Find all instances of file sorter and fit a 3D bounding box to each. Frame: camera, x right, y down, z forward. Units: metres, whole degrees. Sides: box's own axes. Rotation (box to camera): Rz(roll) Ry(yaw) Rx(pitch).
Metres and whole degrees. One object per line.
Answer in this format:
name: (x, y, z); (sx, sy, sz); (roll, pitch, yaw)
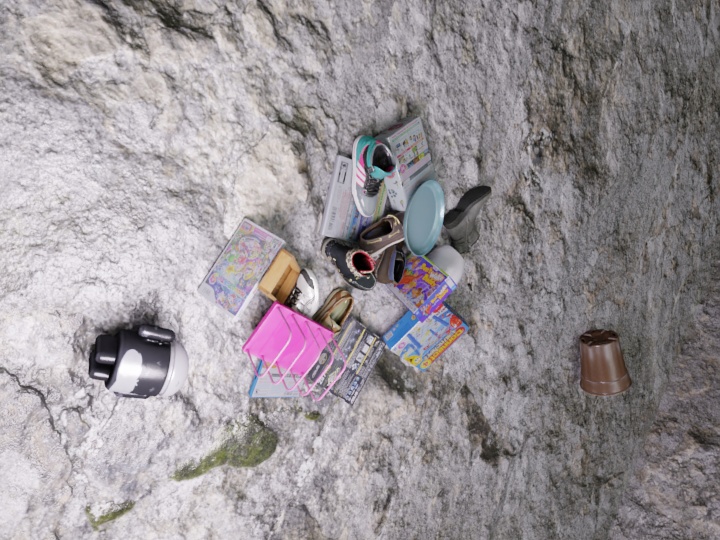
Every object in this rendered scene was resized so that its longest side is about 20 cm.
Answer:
file sorter: (-0.147, 0.198, 1.223); (0.198, 0.126, 0.140); (33, 101, -41)

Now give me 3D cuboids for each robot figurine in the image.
robot figurine: (-0.459, 0.194, 1.101); (0.195, 0.148, 0.129); (18, 62, -35)

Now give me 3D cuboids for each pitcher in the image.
pitcher: (0.228, 0.042, 1.547); (0.201, 0.121, 0.172); (-48, 126, -4)

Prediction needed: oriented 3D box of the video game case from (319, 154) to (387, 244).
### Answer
video game case: (-0.011, -0.178, 1.386); (0.177, 0.022, 0.208); (11, 94, -36)

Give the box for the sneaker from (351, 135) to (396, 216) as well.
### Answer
sneaker: (0.038, -0.234, 1.320); (0.081, 0.119, 0.208); (-13, 108, -31)

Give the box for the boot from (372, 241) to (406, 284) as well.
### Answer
boot: (0.105, -0.054, 1.447); (0.073, 0.096, 0.206); (21, 89, -35)

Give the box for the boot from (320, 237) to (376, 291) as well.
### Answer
boot: (-0.001, 0.001, 1.351); (0.203, 0.152, 0.075); (43, 78, -33)

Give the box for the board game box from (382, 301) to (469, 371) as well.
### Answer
board game box: (0.193, 0.180, 1.523); (0.200, 0.056, 0.194); (-45, 134, 10)

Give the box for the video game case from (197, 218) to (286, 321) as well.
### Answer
video game case: (-0.268, -0.006, 1.176); (0.204, 0.141, 0.018); (-58, 147, -8)

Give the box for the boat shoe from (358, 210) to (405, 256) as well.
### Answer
boat shoe: (0.074, -0.110, 1.396); (0.197, 0.072, 0.061); (-33, 148, -21)

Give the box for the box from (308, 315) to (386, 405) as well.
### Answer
box: (-0.033, 0.248, 1.451); (0.160, 0.049, 0.204); (37, 79, -36)

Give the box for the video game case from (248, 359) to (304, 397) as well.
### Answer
video game case: (-0.188, 0.235, 1.319); (0.139, 0.018, 0.205); (8, 115, -35)

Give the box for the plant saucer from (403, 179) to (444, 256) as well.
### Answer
plant saucer: (0.169, -0.143, 1.424); (0.198, 0.027, 0.208); (-26, 123, -48)

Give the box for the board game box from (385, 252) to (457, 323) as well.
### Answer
board game box: (0.157, 0.037, 1.426); (0.134, 0.200, 0.045); (-45, 121, 0)

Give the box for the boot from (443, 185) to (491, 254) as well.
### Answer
boot: (0.339, -0.155, 1.615); (0.199, 0.067, 0.132); (-42, 125, -11)

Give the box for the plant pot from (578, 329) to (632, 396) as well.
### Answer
plant pot: (0.960, 0.356, 2.085); (0.196, 0.198, 0.205); (-22, 104, -28)

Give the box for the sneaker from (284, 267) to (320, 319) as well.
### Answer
sneaker: (-0.156, 0.092, 1.292); (0.085, 0.075, 0.207); (-6, 118, -33)

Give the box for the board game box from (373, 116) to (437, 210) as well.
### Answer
board game box: (0.124, -0.288, 1.414); (0.147, 0.063, 0.206); (-39, 122, -35)

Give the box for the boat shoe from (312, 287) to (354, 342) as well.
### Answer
boat shoe: (-0.084, 0.139, 1.374); (0.075, 0.073, 0.204); (36, 80, -34)

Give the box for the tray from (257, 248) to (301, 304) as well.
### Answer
tray: (-0.184, 0.021, 1.218); (0.036, 0.200, 0.100); (30, 80, 4)
